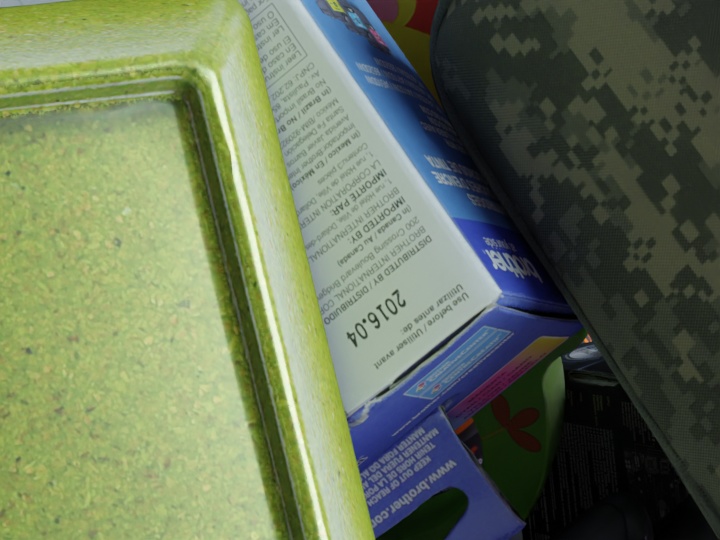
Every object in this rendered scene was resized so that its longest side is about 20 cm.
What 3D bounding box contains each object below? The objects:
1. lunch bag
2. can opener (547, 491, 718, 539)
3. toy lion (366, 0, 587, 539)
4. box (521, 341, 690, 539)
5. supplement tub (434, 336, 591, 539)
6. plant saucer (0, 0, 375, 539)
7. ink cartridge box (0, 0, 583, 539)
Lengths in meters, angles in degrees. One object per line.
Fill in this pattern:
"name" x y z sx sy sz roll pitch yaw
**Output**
"lunch bag" 0.142 -0.031 0.660 0.168 0.139 0.200 -18 67 -42
"can opener" 0.047 0.111 0.770 0.079 0.063 0.200 69 -25 19
"toy lion" 0.000 0.000 0.777 0.200 0.192 0.069 66 22 -17
"box" 0.111 0.125 0.783 0.043 0.160 0.200 -10 97 -29
"supplement tub" 0.024 0.036 0.918 0.200 0.107 0.107 49 31 -51
"plant saucer" -0.087 0.032 0.566 0.200 0.048 0.200 -9 78 -24
"ink cartridge box" -0.038 -0.002 0.685 0.200 0.136 0.076 57 17 19
